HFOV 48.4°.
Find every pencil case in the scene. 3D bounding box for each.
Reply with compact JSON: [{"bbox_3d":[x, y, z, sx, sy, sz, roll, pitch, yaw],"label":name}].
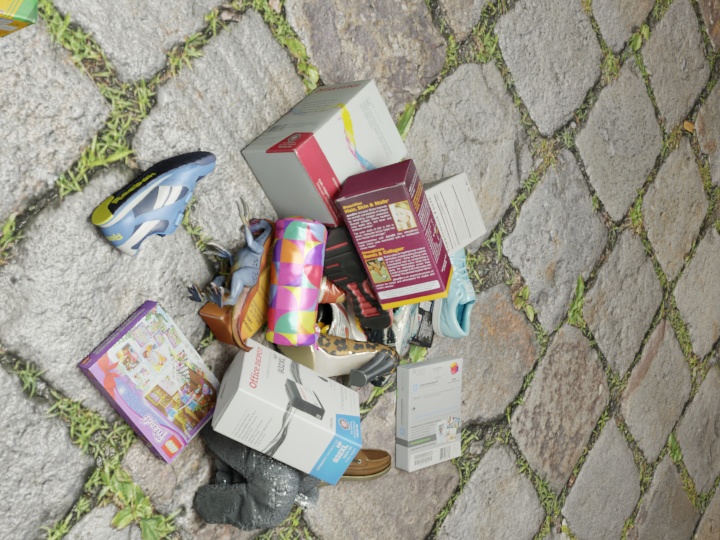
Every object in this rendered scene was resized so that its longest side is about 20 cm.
[{"bbox_3d":[-0.096,0.019,1.220,0.088,0.088,0.202,1,94,-42],"label":"pencil case"}]

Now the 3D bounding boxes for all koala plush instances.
[{"bbox_3d":[-0.126,0.313,1.259,0.199,0.183,0.179,5,91,-52],"label":"koala plush"}]

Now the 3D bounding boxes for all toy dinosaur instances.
[{"bbox_3d":[-0.177,-0.004,1.210,0.181,0.105,0.201,-36,107,-44],"label":"toy dinosaur"}]

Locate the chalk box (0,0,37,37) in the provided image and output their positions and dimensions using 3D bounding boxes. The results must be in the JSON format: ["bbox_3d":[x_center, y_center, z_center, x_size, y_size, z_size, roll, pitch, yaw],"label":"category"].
[{"bbox_3d":[-0.448,-0.387,0.919,0.124,0.123,0.202,-1,95,-42],"label":"chalk box"}]

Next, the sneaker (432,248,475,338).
[{"bbox_3d":[0.187,0.029,1.503,0.074,0.082,0.202,-5,99,-44],"label":"sneaker"}]

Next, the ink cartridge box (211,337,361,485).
[{"bbox_3d":[-0.104,0.205,1.178,0.199,0.145,0.084,28,111,-14],"label":"ink cartridge box"}]

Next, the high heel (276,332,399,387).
[{"bbox_3d":[-0.038,0.131,1.324,0.142,0.199,0.072,-19,125,-58],"label":"high heel"}]

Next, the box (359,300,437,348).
[{"bbox_3d":[0.077,0.026,1.488,0.198,0.050,0.201,20,81,-41],"label":"box"}]

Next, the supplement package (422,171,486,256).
[{"bbox_3d":[0.106,-0.077,1.383,0.200,0.121,0.121,-30,102,-48],"label":"supplement package"}]

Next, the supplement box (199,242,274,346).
[{"bbox_3d":[-0.156,0.026,1.263,0.200,0.069,0.067,-50,126,-30],"label":"supplement box"}]

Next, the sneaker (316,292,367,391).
[{"bbox_3d":[-0.040,0.114,1.381,0.082,0.078,0.202,-17,98,-33],"label":"sneaker"}]

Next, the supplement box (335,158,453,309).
[{"bbox_3d":[0.056,-0.052,1.211,0.086,0.110,0.201,-68,140,-56],"label":"supplement box"}]

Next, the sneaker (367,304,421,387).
[{"bbox_3d":[0.068,0.110,1.407,0.086,0.077,0.201,13,94,-45],"label":"sneaker"}]

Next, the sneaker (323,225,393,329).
[{"bbox_3d":[0.000,0.000,1.291,0.087,0.073,0.201,-71,143,-48],"label":"sneaker"}]

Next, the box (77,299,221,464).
[{"bbox_3d":[-0.295,0.162,1.168,0.137,0.039,0.201,-47,123,-29],"label":"box"}]

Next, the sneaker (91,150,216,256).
[{"bbox_3d":[-0.281,-0.099,1.137,0.200,0.074,0.083,-40,121,-24],"label":"sneaker"}]

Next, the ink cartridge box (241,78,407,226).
[{"bbox_3d":[-0.053,-0.189,1.283,0.200,0.145,0.145,-47,123,-28],"label":"ink cartridge box"}]

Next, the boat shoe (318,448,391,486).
[{"bbox_3d":[-0.020,0.330,1.412,0.199,0.072,0.069,1,95,-42],"label":"boat shoe"}]

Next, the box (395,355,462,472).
[{"bbox_3d":[0.136,0.277,1.570,0.155,0.041,0.202,-5,98,-42],"label":"box"}]

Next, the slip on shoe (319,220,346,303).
[{"bbox_3d":[-0.037,-0.036,1.342,0.061,0.074,0.201,15,67,-12],"label":"slip on shoe"}]
